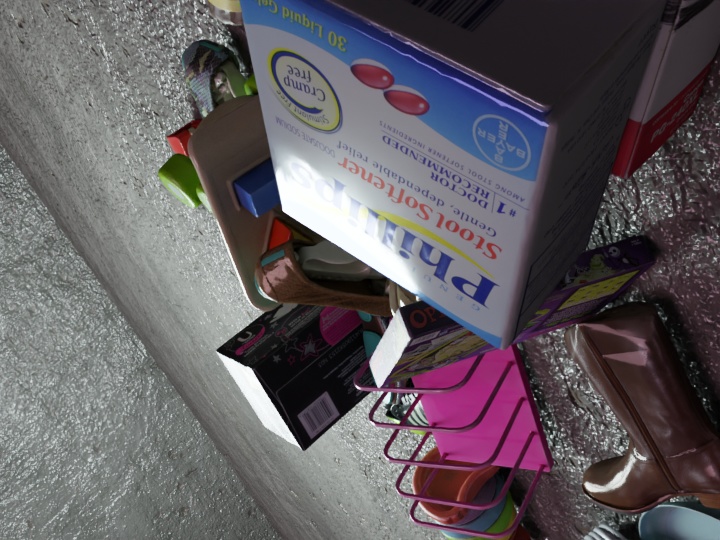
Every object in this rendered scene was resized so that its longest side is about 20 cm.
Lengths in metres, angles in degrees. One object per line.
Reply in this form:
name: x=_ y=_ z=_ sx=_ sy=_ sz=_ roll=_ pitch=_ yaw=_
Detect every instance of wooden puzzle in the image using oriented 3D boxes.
wooden puzzle: x=-0.047 y=-0.076 z=0.739 sx=0.046 sy=0.185 sz=0.201 roll=34 pitch=151 yaw=42

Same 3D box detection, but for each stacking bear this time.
stacking bear: x=0.161 y=0.326 z=1.051 sx=0.113 sy=0.122 sz=0.200 roll=10 pitch=141 yaw=54

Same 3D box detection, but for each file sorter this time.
file sorter: x=0.095 y=0.162 z=0.832 sx=0.138 sy=0.125 sz=0.201 roll=-3 pitch=120 yaw=36

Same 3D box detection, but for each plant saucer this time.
plant saucer: x=0.354 y=0.288 z=0.740 sx=0.200 sy=0.027 sz=0.201 roll=41 pitch=155 yaw=24

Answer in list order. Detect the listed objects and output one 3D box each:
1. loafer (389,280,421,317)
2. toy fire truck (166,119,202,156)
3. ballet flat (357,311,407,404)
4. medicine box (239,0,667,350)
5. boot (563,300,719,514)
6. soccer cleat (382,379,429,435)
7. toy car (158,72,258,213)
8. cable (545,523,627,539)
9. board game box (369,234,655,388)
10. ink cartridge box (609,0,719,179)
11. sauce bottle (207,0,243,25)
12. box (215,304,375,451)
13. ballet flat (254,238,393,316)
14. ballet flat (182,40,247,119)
loafer: x=0.063 y=-0.050 z=0.633 sx=0.067 sy=0.076 sz=0.202 roll=172 pitch=96 yaw=-68
toy fire truck: x=-0.172 y=-0.121 z=1.072 sx=0.199 sy=0.049 sz=0.142 roll=25 pitch=145 yaw=46
ballet flat: x=0.032 y=0.056 z=0.911 sx=0.074 sy=0.074 sz=0.201 roll=12 pitch=123 yaw=55
medicine box: x=0.042 y=-0.081 z=0.445 sx=0.182 sy=0.103 sz=0.201 roll=33 pitch=153 yaw=22
boot: x=0.218 y=0.116 z=0.683 sx=0.200 sy=0.064 sz=0.186 roll=51 pitch=143 yaw=-12
soccer cleat: x=0.071 y=0.158 z=0.996 sx=0.080 sy=0.068 sz=0.200 roll=15 pitch=151 yaw=3
toy car: x=-0.078 y=-0.083 z=0.846 sx=0.157 sy=0.164 sz=0.200 roll=24 pitch=157 yaw=47
cable: x=0.304 y=0.362 z=0.838 sx=0.200 sy=0.069 sz=0.200 roll=50 pitch=173 yaw=-29
board game box: x=0.111 y=0.033 z=0.605 sx=0.120 sy=0.199 sz=0.032 roll=107 pitch=144 yaw=-60
ink cartridge box: x=0.124 y=-0.172 z=0.422 sx=0.145 sy=0.083 sz=0.201 roll=39 pitch=154 yaw=27
sauce bottle: x=-0.111 y=-0.304 z=0.679 sx=0.065 sy=0.065 sz=0.200 roll=42 pitch=157 yaw=19
box: x=-0.050 y=0.097 z=0.976 sx=0.114 sy=0.200 sz=0.133 roll=13 pitch=136 yaw=57
ballet flat: x=0.000 y=0.000 z=0.735 sx=0.072 sy=0.199 sz=0.068 roll=-42 pitch=50 yaw=43
ballet flat: x=-0.142 y=-0.167 z=0.917 sx=0.074 sy=0.074 sz=0.201 roll=27 pitch=150 yaw=43
